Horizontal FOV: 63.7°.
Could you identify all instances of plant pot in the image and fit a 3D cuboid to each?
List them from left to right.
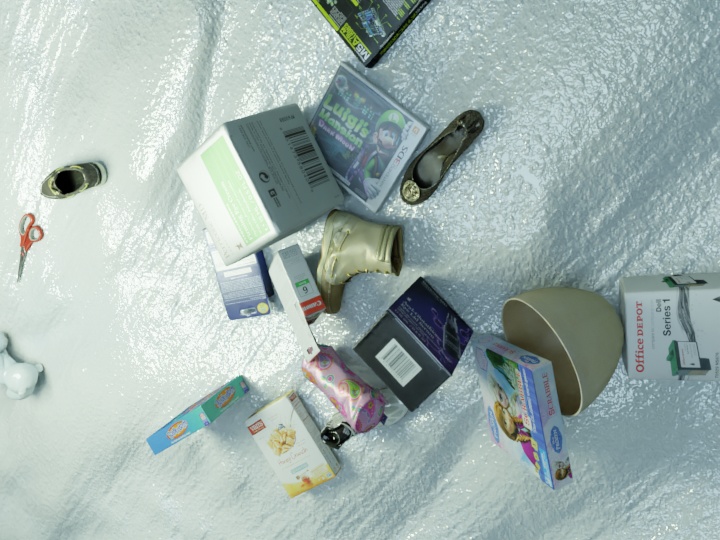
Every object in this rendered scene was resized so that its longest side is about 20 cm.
[{"bbox_3d":[0.336,0.108,0.925,0.132,0.200,0.205,-25,95,-12],"label":"plant pot"}]

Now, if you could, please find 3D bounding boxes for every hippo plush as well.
[{"bbox_3d":[-0.937,0.257,1.550,0.157,0.162,0.201,20,132,-16],"label":"hippo plush"}]

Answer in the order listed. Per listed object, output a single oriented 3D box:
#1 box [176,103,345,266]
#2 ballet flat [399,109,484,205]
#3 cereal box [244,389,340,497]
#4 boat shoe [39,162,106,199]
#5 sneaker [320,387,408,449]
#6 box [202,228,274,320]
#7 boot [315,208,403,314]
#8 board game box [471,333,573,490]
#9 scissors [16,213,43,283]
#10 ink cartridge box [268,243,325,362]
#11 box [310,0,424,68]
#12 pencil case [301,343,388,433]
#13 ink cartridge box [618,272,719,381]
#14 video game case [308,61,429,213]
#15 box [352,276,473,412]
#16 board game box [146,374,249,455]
[{"bbox_3d":[-0.175,-0.153,1.033,0.169,0.199,0.203,-24,96,41],"label":"box"},{"bbox_3d":[0.133,-0.190,0.988,0.068,0.046,0.200,47,117,5],"label":"ballet flat"},{"bbox_3d":[-0.150,0.381,1.269,0.143,0.039,0.203,-33,90,27],"label":"cereal box"},{"bbox_3d":[-0.673,-0.204,1.325,0.196,0.060,0.074,-11,101,25],"label":"boat shoe"},{"bbox_3d":[0.005,0.305,1.147,0.197,0.115,0.077,-27,94,27],"label":"sneaker"},{"bbox_3d":[-0.252,-0.002,1.217,0.118,0.032,0.206,-9,100,26],"label":"box"},{"bbox_3d":[0.000,0.000,1.086,0.152,0.072,0.206,14,105,22],"label":"boot"},{"bbox_3d":[0.266,0.228,0.978,0.040,0.199,0.206,-16,100,-14],"label":"board game box"},{"bbox_3d":[-0.861,-0.057,1.478,0.073,0.014,0.200,44,118,4],"label":"scissors"},{"bbox_3d":[-0.110,0.064,1.112,0.204,0.049,0.109,65,156,10],"label":"ink cartridge box"},{"bbox_3d":[0.014,-0.482,0.958,0.193,0.047,0.201,-42,87,29],"label":"box"},{"bbox_3d":[-0.033,0.224,1.119,0.199,0.086,0.090,35,119,40],"label":"pencil case"},{"bbox_3d":[0.504,0.086,0.884,0.195,0.084,0.151,-4,103,22],"label":"ink cartridge box"},{"bbox_3d":[-0.001,-0.238,1.046,0.199,0.023,0.184,39,116,9],"label":"video game case"},{"bbox_3d":[0.097,0.120,1.007,0.148,0.200,0.105,45,116,4],"label":"box"},{"bbox_3d":[-0.360,0.320,1.289,0.198,0.152,0.046,-33,91,27],"label":"board game box"}]
